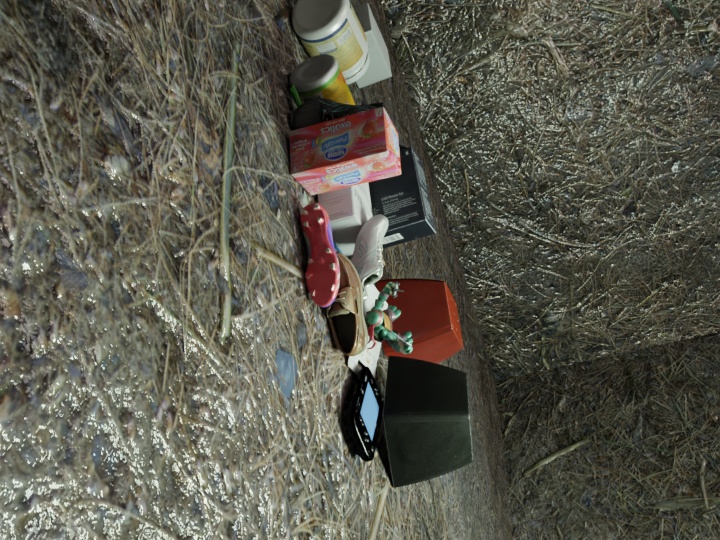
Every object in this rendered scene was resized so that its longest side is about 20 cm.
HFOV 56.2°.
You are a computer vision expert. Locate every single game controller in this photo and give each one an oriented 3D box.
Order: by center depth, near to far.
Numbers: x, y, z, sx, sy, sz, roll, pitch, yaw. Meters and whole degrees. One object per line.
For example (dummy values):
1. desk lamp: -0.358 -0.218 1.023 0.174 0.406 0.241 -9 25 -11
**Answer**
1. game controller: 0.011 0.270 1.289 0.201 0.041 0.107 -70 149 -66

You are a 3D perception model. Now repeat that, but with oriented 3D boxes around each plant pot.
1. plant pot: 0.149 0.315 1.441 0.201 0.173 0.204 -80 163 -59
2. plant pot: 0.159 0.134 1.722 0.201 0.172 0.204 54 26 -56

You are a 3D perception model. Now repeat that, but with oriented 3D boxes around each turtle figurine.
1. turtle figurine: 0.055 0.102 1.365 0.200 0.098 0.153 47 33 -72

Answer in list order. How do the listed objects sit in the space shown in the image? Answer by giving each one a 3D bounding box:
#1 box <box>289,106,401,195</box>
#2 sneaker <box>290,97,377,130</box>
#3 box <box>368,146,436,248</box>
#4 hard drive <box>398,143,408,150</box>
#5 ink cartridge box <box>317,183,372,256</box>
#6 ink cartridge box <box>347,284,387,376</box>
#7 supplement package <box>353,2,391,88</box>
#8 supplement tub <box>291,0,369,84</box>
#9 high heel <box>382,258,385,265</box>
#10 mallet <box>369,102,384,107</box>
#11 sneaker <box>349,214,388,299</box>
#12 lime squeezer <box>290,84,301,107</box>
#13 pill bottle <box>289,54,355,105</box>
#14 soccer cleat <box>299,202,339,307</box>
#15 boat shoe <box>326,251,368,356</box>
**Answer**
1. box: -0.029 -0.225 1.296 0.103 0.195 0.097 43 40 -64
2. sneaker: -0.041 -0.304 1.345 0.079 0.195 0.077 -130 -143 -68
3. box: 0.059 -0.160 1.575 0.104 0.196 0.186 34 44 -66
4. hard drive: 0.044 -0.292 1.683 0.033 0.197 0.139 -66 156 -8
5. ink cartridge box: -0.032 -0.156 1.450 0.147 0.084 0.204 53 25 -57
6. ink cartridge box: 0.000 0.129 1.423 0.161 0.049 0.204 53 44 -56
7. supplement package: 0.008 -0.673 2.030 0.200 0.115 0.119 52 27 -57
8. supplement tub: -0.064 -0.550 1.590 0.200 0.141 0.148 49 30 -60
9. high heel: 0.000 0.000 1.540 0.069 0.094 0.200 64 -5 -6
10. mallet: 0.065 -0.424 2.111 0.041 0.064 0.205 -23 99 -76
11. sneaker: 0.018 -0.021 1.359 0.203 0.079 0.071 -62 151 -21
12. lime squeezer: -0.078 -0.296 1.399 0.198 0.071 0.038 33 3 -18
13. pill bottle: -0.066 -0.348 1.453 0.113 0.109 0.202 -90 160 -44
14. soccer cleat: -0.069 -0.027 1.236 0.076 0.065 0.204 46 30 -66
15. boat shoe: -0.032 0.064 1.272 0.072 0.074 0.205 -21 95 -73
